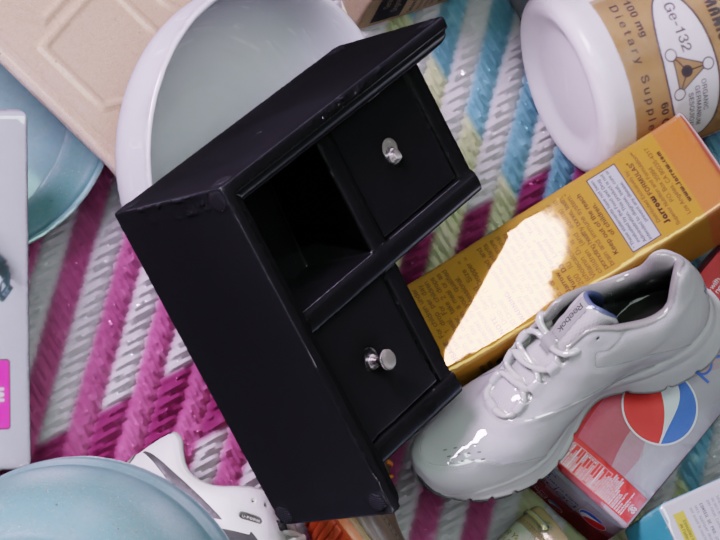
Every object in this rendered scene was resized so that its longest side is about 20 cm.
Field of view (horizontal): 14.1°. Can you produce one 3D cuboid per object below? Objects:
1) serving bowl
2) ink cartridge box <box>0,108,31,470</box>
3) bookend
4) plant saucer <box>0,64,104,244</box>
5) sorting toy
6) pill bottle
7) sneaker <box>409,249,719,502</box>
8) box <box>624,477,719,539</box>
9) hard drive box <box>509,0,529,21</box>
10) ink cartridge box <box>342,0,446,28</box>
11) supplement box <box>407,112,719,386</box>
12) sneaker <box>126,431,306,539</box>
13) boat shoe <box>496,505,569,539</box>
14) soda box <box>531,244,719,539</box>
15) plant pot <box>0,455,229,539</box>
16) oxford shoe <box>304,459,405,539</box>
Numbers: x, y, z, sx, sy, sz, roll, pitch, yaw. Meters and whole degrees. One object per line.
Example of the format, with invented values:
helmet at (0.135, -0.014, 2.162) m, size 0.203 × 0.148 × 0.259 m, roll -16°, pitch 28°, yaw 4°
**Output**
serving bowl at (-0.069, -0.065, 1.650) m, size 0.200 × 0.066 × 0.201 m, roll -2°, pitch 93°, yaw -46°
ink cartridge box at (-0.270, 0.011, 1.602) m, size 0.173 × 0.044 × 0.201 m, roll -1°, pitch 96°, yaw -12°
bookend at (0.000, 0.000, 1.587) m, size 0.199 × 0.092 × 0.200 m, roll -39°, pitch 109°, yaw -40°
plant saucer at (-0.240, -0.096, 1.669) m, size 0.199 × 0.036 × 0.201 m, roll 3°, pitch 75°, yaw -11°
sorting toy at (-0.150, -0.172, 1.673) m, size 0.200 × 0.036 × 0.185 m, roll 47°, pitch 57°, yaw -14°
pill bottle at (0.206, -0.141, 1.727) m, size 0.200 × 0.114 × 0.115 m, roll -21°, pitch 81°, yaw -15°
sneaker at (0.108, 0.051, 1.618) m, size 0.200 × 0.087 × 0.075 m, roll -35°, pitch 57°, yaw -6°
box at (0.256, 0.144, 1.678) m, size 0.200 × 0.049 × 0.082 m, roll -20°, pitch 79°, yaw -28°
hard drive box at (0.120, -0.278, 1.764) m, size 0.156 × 0.077 × 0.200 m, roll -27°, pitch 82°, yaw -16°
ink cartridge box at (0.008, -0.263, 1.692) m, size 0.075 × 0.165 × 0.200 m, roll -19°, pitch 80°, yaw -15°
supplement box at (0.118, -0.005, 1.669) m, size 0.200 × 0.067 × 0.069 m, roll -33°, pitch 70°, yaw 0°
sneaker at (-0.052, 0.167, 1.621) m, size 0.200 × 0.074 × 0.089 m, roll 39°, pitch 74°, yaw 0°
boat shoe at (0.151, 0.219, 1.649) m, size 0.200 × 0.073 × 0.063 m, roll 43°, pitch 75°, yaw 2°
soda box at (0.183, 0.064, 1.694) m, size 0.063 × 0.070 × 0.200 m, roll 42°, pitch 73°, yaw 2°
plant pot at (-0.163, 0.200, 1.525) m, size 0.200 × 0.134 × 0.201 m, roll 0°, pitch 88°, yaw 9°
oxford shoe at (-0.002, 0.116, 1.647) m, size 0.073 × 0.071 × 0.200 m, roll -30°, pitch 83°, yaw -22°
